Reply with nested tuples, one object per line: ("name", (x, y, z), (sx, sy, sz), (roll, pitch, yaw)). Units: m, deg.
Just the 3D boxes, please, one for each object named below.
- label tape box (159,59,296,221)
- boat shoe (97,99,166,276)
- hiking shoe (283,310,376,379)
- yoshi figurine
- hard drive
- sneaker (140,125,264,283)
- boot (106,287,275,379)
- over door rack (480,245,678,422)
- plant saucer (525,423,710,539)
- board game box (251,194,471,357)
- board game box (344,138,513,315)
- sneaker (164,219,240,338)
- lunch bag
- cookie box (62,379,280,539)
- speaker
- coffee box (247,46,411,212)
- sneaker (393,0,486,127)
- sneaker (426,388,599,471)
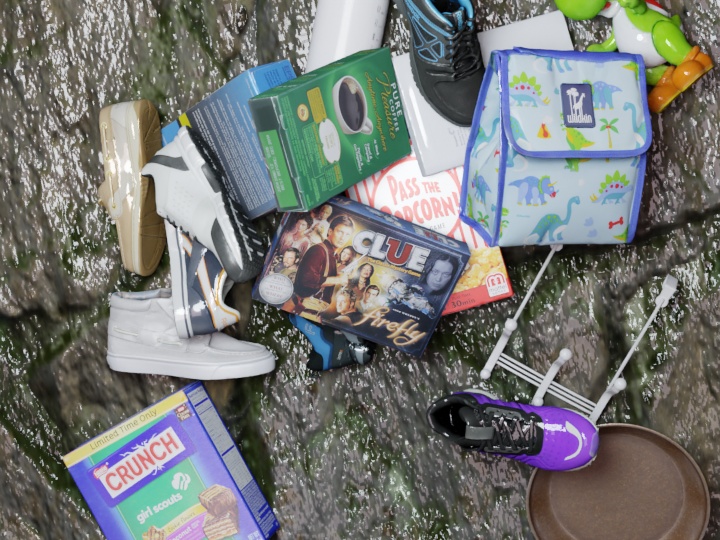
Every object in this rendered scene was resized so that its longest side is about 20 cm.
("label tape box", (-0.128, -0.131, 1.502), (0.200, 0.063, 0.145), (-22, 92, 50))
("boat shoe", (-0.266, -0.094, 1.537), (0.069, 0.074, 0.201), (1, 94, 19))
("hiking shoe", (-0.054, 0.023, 1.505), (0.086, 0.074, 0.201), (-18, 99, 12))
("yoshi figurine", (0.275, -0.261, 1.431), (0.112, 0.112, 0.200), (-40, 86, 15))
("hard drive", (0.143, -0.193, 1.460), (0.199, 0.025, 0.132), (-17, 92, -10))
("sneaker", (-0.169, -0.059, 1.442), (0.080, 0.074, 0.200), (-34, 60, 8))
("boot", (-0.196, 0.069, 1.534), (0.199, 0.074, 0.096), (2, 100, 7))
("over door rack", (0.239, 0.065, 1.480), (0.147, 0.067, 0.201), (28, 98, 4))
("plant saucer", (0.285, 0.254, 1.488), (0.199, 0.037, 0.201), (3, 110, 9))
("board game box", (0.000, 0.000, 1.436), (0.199, 0.035, 0.136), (20, 112, -13))
("board game box", (0.073, -0.049, 1.502), (0.151, 0.046, 0.201), (-17, 92, 7))
("sneaker", (-0.178, -0.024, 1.509), (0.079, 0.078, 0.201), (-8, 76, -3))
("lunch bag", (0.206, -0.131, 1.399), (0.169, 0.127, 0.201), (-1, 110, -18))
("cookie box", (-0.218, 0.257, 1.552), (0.171, 0.075, 0.201), (-30, 90, 10))
("speaker", (-0.013, -0.262, 1.480), (0.081, 0.081, 0.201), (11, 96, 6))
("coffee box", (-0.027, -0.147, 1.379), (0.044, 0.200, 0.123), (-1, 112, 38))
("sneaker", (0.088, -0.237, 1.385), (0.073, 0.082, 0.201), (-31, 110, -15))
("sneaker", (0.155, 0.175, 1.440), (0.200, 0.099, 0.070), (8, 92, 40))
